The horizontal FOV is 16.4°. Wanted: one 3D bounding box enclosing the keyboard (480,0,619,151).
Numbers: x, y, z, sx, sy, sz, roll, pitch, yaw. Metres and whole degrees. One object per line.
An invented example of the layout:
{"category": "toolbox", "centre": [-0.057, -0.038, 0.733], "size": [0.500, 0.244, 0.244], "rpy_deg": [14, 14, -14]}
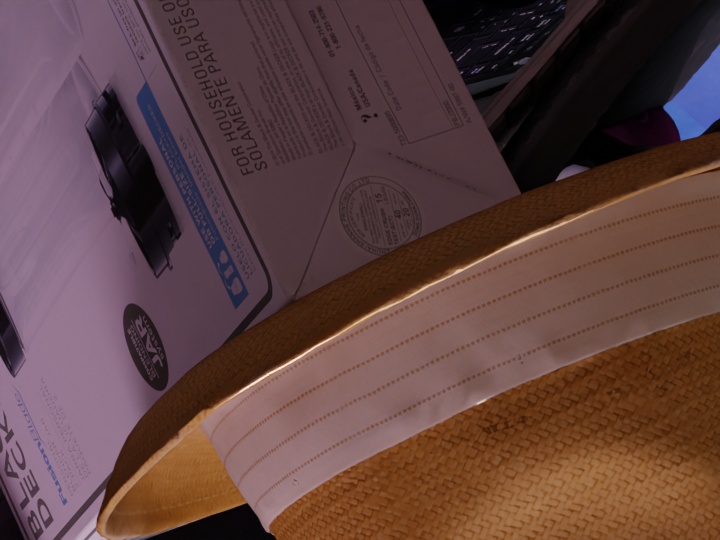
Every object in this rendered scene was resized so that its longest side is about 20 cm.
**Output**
{"category": "keyboard", "centre": [0.045, -0.039, 0.658], "size": [0.056, 0.011, 0.200], "rpy_deg": [-55, 175, -3]}

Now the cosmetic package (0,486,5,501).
{"category": "cosmetic package", "centre": [-0.187, 0.074, 0.749], "size": [0.199, 0.091, 0.107], "rpy_deg": [-24, 170, -3]}

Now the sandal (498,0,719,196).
{"category": "sandal", "centre": [0.081, -0.046, 0.602], "size": [0.075, 0.048, 0.200], "rpy_deg": [-53, 174, 26]}

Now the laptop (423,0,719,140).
{"category": "laptop", "centre": [0.099, -0.061, 0.758], "size": [0.199, 0.104, 0.177], "rpy_deg": [-18, 165, -42]}

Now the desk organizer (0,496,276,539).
{"category": "desk organizer", "centre": [-0.062, 0.090, 0.732], "size": [0.077, 0.072, 0.200], "rpy_deg": [-59, 171, 28]}

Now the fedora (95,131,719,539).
{"category": "fedora", "centre": [0.044, 0.040, 0.524], "size": [0.200, 0.082, 0.201], "rpy_deg": [-23, 166, -6]}

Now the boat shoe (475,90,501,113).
{"category": "boat shoe", "centre": [0.020, -0.014, 0.899], "size": [0.199, 0.071, 0.064], "rpy_deg": [-14, 164, -23]}

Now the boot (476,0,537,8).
{"category": "boot", "centre": [0.056, -0.107, 0.537], "size": [0.144, 0.073, 0.200], "rpy_deg": [-27, 173, 8]}

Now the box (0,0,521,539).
{"category": "box", "centre": [-0.048, -0.014, 0.587], "size": [0.060, 0.117, 0.200], "rpy_deg": [-20, 168, -28]}

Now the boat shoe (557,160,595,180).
{"category": "boat shoe", "centre": [0.035, 0.035, 0.825], "size": [0.068, 0.075, 0.200], "rpy_deg": [-2, 145, -20]}
